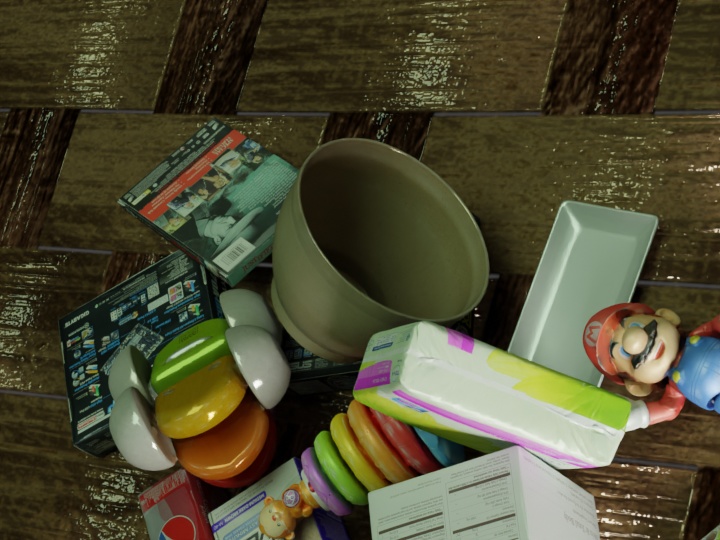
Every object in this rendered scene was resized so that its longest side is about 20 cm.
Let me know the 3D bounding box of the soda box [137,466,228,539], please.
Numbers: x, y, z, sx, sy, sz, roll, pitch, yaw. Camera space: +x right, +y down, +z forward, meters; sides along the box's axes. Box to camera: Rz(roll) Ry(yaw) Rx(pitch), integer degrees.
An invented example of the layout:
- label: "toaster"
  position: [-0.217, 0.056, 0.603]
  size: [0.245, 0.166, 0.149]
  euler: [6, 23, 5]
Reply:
- label: "soda box"
  position: [-0.147, 0.290, 1.784]
  size: [0.063, 0.070, 0.201]
  euler: [-34, 53, 18]

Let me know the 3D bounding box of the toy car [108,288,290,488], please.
- label: "toy car"
  position: [-0.138, 0.127, 1.775]
  size: [0.174, 0.151, 0.200]
  euler: [-30, 24, 4]

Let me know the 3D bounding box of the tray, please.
- label: "tray"
  position: [0.197, 0.038, 1.692]
  size: [0.107, 0.022, 0.202]
  euler: [13, 76, 38]

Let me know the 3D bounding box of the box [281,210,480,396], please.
- label: "box"
  position: [0.017, 0.030, 1.811]
  size: [0.198, 0.044, 0.162]
  euler: [-10, 62, 31]

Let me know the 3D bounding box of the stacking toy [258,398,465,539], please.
- label: "stacking toy"
  position: [-0.013, 0.177, 1.686]
  size: [0.199, 0.110, 0.117]
  euler: [-36, 77, 7]

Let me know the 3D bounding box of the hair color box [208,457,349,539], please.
- label: "hair color box"
  position: [-0.060, 0.288, 1.729]
  size: [0.109, 0.065, 0.201]
  euler: [-34, 54, 16]

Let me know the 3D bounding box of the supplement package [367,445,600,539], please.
- label: "supplement package"
  position: [0.113, 0.279, 1.551]
  size: [0.150, 0.152, 0.202]
  euler: [-21, 58, 25]

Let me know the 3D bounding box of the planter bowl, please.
- label: "planter bowl"
  position: [0.000, 0.000, 1.702]
  size: [0.135, 0.199, 0.202]
  euler: [-50, 44, 41]

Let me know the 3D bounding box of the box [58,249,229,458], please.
- label: "box"
  position: [-0.222, 0.082, 1.954]
  size: [0.199, 0.046, 0.160]
  euler: [-29, 54, 21]

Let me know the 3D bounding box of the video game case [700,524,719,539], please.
- label: "video game case"
  position: [0.346, 0.272, 1.474]
  size: [0.182, 0.023, 0.201]
  euler: [-41, 52, 12]

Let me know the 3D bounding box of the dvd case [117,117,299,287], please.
- label: "dvd case"
  position: [-0.144, -0.075, 1.958]
  size: [0.146, 0.022, 0.199]
  euler: [-43, 46, -17]

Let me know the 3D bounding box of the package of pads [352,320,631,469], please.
- label: "package of pads"
  position: [0.104, 0.108, 1.559]
  size: [0.154, 0.198, 0.069]
  euler: [156, 135, -73]

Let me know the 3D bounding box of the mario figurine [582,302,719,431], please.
- label: "mario figurine"
  position: [0.271, 0.079, 1.561]
  size: [0.199, 0.107, 0.123]
  euler: [20, 46, 32]
